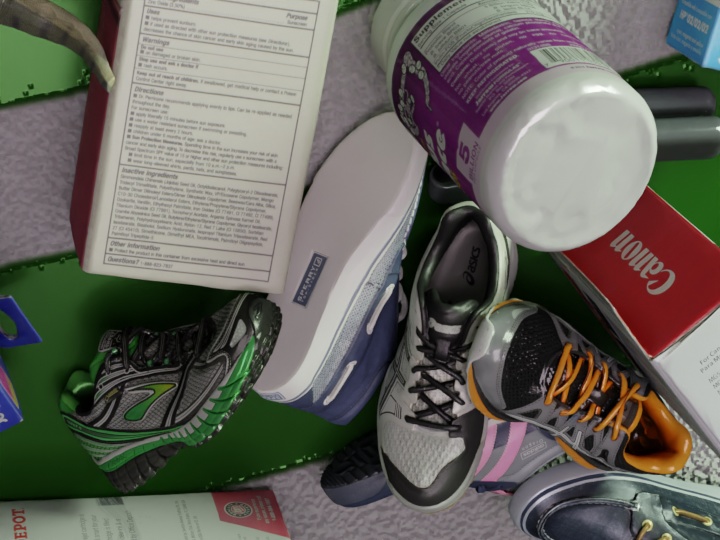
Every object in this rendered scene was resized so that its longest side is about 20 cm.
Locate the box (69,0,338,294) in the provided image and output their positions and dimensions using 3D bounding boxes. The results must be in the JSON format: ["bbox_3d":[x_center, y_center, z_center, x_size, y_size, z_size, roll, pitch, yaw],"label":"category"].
[{"bbox_3d":[-0.098,-0.101,1.218,0.127,0.109,0.202,7,107,-15],"label":"box"}]

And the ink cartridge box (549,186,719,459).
[{"bbox_3d":[0.202,0.024,1.284,0.084,0.200,0.176,-39,114,2],"label":"ink cartridge box"}]

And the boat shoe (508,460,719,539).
[{"bbox_3d":[0.200,0.187,1.379,0.199,0.091,0.071,10,125,-28],"label":"boat shoe"}]

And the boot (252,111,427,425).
[{"bbox_3d":[0.000,0.000,1.310,0.090,0.073,0.201,29,91,-51],"label":"boot"}]

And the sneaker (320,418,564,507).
[{"bbox_3d":[0.074,0.129,1.364,0.198,0.070,0.083,-23,111,-3],"label":"sneaker"}]

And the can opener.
[{"bbox_3d":[0.139,-0.086,1.320,0.198,0.053,0.067,-7,145,-9],"label":"can opener"}]

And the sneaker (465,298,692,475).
[{"bbox_3d":[0.141,0.077,1.281,0.199,0.077,0.079,30,80,-44],"label":"sneaker"}]

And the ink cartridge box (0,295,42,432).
[{"bbox_3d":[-0.296,0.062,1.223,0.199,0.077,0.137,-29,141,-4],"label":"ink cartridge box"}]

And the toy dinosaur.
[{"bbox_3d":[-0.213,-0.178,1.174,0.198,0.047,0.089,22,95,16],"label":"toy dinosaur"}]

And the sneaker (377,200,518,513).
[{"bbox_3d":[0.049,0.051,1.282,0.075,0.088,0.202,8,78,11],"label":"sneaker"}]

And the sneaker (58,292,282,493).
[{"bbox_3d":[-0.123,0.067,1.252,0.085,0.078,0.200,44,130,-12],"label":"sneaker"}]

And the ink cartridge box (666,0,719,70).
[{"bbox_3d":[0.285,-0.221,1.288,0.114,0.068,0.202,10,107,-17],"label":"ink cartridge box"}]

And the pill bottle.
[{"bbox_3d":[0.082,-0.105,1.203,0.111,0.200,0.113,-13,125,-19],"label":"pill bottle"}]

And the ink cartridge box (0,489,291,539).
[{"bbox_3d":[-0.142,0.211,1.300,0.198,0.147,0.084,-2,112,-12],"label":"ink cartridge box"}]
